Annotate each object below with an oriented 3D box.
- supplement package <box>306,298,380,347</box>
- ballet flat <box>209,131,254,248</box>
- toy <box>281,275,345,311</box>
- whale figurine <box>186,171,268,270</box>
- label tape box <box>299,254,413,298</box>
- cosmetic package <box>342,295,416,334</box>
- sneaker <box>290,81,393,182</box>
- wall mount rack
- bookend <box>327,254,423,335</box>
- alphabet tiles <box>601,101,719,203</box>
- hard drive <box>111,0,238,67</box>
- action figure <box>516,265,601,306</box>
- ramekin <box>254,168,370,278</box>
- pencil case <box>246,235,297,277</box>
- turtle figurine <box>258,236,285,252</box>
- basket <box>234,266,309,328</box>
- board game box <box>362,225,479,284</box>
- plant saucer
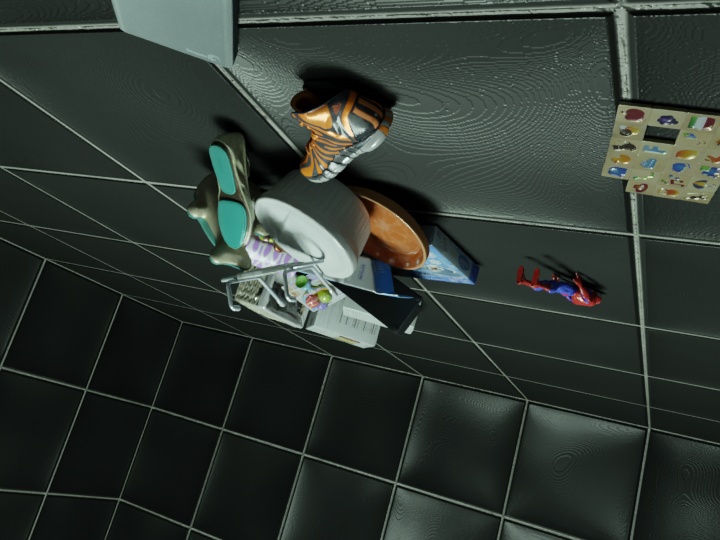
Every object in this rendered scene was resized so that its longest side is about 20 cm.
[{"bbox_3d":[-0.048,0.154,2.043,0.199,0.110,0.114,20,165,-13],"label":"supplement package"},{"bbox_3d":[-0.197,-0.129,1.086,0.067,0.062,0.201,19,129,24],"label":"ballet flat"},{"bbox_3d":[-0.120,0.073,1.846,0.115,0.047,0.200,-24,147,12],"label":"toy"},{"bbox_3d":[-0.241,-0.081,1.205,0.159,0.201,0.104,13,143,-32],"label":"whale figurine"},{"bbox_3d":[0.000,0.000,1.286,0.199,0.066,0.143,14,-178,17],"label":"label tape box"},{"bbox_3d":[0.056,0.100,1.796,0.199,0.081,0.113,15,166,1],"label":"cosmetic package"},{"bbox_3d":[-0.052,-0.190,0.884,0.112,0.078,0.200,28,151,-24],"label":"sneaker"},{"bbox_3d":[-0.136,0.028,1.174,0.199,0.075,0.174,-10,179,25],"label":"wall mount rack"},{"bbox_3d":[0.055,0.060,1.453,0.200,0.092,0.199,37,179,25],"label":"bookend"},{"bbox_3d":[0.369,-0.127,0.763,0.166,0.008,0.200,12,165,17],"label":"alphabet tiles"},{"bbox_3d":[-0.198,-0.297,0.704,0.139,0.033,0.200,18,166,-6],"label":"hard drive"},{"bbox_3d":[0.383,0.032,1.250,0.199,0.052,0.065,19,171,-30],"label":"action figure"},{"bbox_3d":[-0.073,-0.086,1.135,0.202,0.094,0.203,29,158,13],"label":"ramekin"},{"bbox_3d":[-0.231,-0.052,1.553,0.199,0.084,0.086,23,-160,-17],"label":"pencil case"},{"bbox_3d":[-0.168,-0.071,1.438,0.199,0.065,0.161,16,165,3],"label":"turtle figurine"},{"bbox_3d":[-0.241,0.066,1.887,0.123,0.136,0.200,9,164,33],"label":"basket"},{"bbox_3d":[0.104,-0.033,1.322,0.199,0.044,0.199,6,161,37],"label":"board game box"},{"bbox_3d":[0.034,-0.077,1.167,0.200,0.032,0.200,30,159,13],"label":"plant saucer"}]
